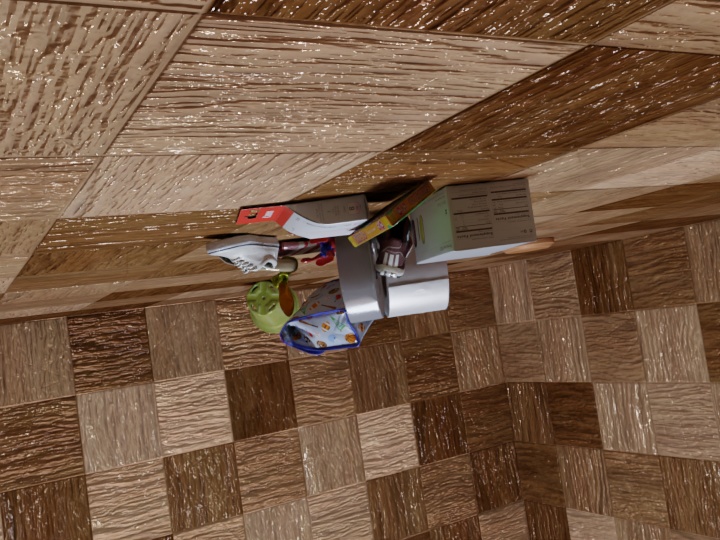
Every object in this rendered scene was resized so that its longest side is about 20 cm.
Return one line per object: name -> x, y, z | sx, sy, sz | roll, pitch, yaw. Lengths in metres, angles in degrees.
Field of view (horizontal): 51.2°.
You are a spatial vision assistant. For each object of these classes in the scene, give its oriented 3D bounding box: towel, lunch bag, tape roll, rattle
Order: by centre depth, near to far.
tape roll -> 0.000, 0.000, 1.481 | 0.066, 0.201, 0.200 | -9, 176, 5
rattle -> -0.233, 0.025, 1.660 | 0.130, 0.144, 0.200 | 24, -166, 29
tape roll -> 0.116, 0.000, 1.729 | 0.138, 0.204, 0.203 | -8, 176, -5
lunch bag -> -0.070, 0.104, 1.730 | 0.199, 0.124, 0.170 | -11, -157, 28
towel -> -0.102, -0.059, 1.738 | 0.199, 0.023, 0.144 | -8, 176, -21

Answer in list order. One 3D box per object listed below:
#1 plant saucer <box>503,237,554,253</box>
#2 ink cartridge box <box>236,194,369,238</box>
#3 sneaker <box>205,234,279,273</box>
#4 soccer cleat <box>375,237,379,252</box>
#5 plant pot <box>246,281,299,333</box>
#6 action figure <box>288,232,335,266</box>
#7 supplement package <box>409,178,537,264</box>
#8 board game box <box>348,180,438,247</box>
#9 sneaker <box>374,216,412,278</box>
plant saucer -> 0.620, -0.090, 2.794 | 0.199, 0.033, 0.200 | -9, 176, -1
ink cartridge box -> -0.099, -0.079, 1.246 | 0.199, 0.057, 0.163 | -12, 177, -13
sneaker -> -0.225, -0.031, 1.495 | 0.073, 0.071, 0.200 | -11, 176, 33
soccer cleat -> -0.009, 0.006, 1.624 | 0.086, 0.201, 0.070 | 7, -179, 24
plant pot -> -0.348, 0.124, 2.857 | 0.199, 0.202, 0.184 | -9, 165, 6
action figure -> -0.093, -0.047, 1.443 | 0.098, 0.066, 0.200 | -12, -172, 6
supplement package -> 0.194, -0.083, 1.342 | 0.155, 0.112, 0.200 | -7, 176, -15
board game box -> 0.050, -0.090, 1.211 | 0.095, 0.030, 0.200 | -40, -172, -20
sneaker -> 0.074, -0.079, 1.468 | 0.075, 0.116, 0.200 | 9, -150, -2
